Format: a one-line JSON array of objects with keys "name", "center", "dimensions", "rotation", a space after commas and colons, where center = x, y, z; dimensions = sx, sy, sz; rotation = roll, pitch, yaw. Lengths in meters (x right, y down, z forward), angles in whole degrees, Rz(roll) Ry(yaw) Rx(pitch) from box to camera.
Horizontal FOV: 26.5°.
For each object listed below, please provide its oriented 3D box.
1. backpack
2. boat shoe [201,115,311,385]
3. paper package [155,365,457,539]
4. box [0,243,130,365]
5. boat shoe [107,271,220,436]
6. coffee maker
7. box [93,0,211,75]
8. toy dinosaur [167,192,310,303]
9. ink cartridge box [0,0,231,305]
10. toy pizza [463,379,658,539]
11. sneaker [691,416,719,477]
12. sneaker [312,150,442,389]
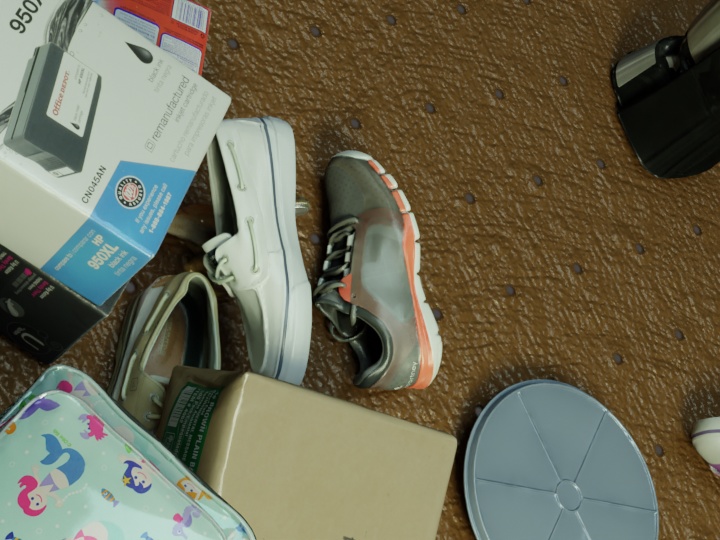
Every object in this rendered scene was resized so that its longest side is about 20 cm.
[{"name": "backpack", "center": [-0.171, 0.173, 0.831], "dimensions": [0.177, 0.151, 0.200], "rotation": [42, 74, 5]}, {"name": "boat shoe", "center": [-0.081, -0.012, 1.082], "dimensions": [0.067, 0.074, 0.201], "rotation": [2, 73, -25]}, {"name": "paper package", "center": [-0.051, 0.181, 1.008], "dimensions": [0.190, 0.103, 0.201], "rotation": [21, 78, -33]}, {"name": "box", "center": [-0.243, -0.051, 1.025], "dimensions": [0.200, 0.106, 0.122], "rotation": [38, 52, -14]}, {"name": "boat shoe", "center": [-0.138, 0.093, 1.055], "dimensions": [0.075, 0.068, 0.201], "rotation": [15, 61, -29]}, {"name": "coffee maker", "center": [0.346, -0.165, 1.428], "dimensions": [0.134, 0.200, 0.193], "rotation": [13, 60, -27]}, {"name": "box", "center": [-0.219, -0.166, 1.102], "dimensions": [0.200, 0.095, 0.100], "rotation": [20, 58, -26]}, {"name": "toy dinosaur", "center": [-0.121, -0.030, 1.143], "dimensions": [0.200, 0.060, 0.106], "rotation": [1, 55, -45]}, {"name": "ink cartridge box", "center": [-0.202, -0.097, 0.951], "dimensions": [0.200, 0.084, 0.145], "rotation": [34, 52, -17]}, {"name": "toy pizza", "center": [0.161, 0.187, 1.245], "dimensions": [0.200, 0.032, 0.201], "rotation": [14, 62, -29]}, {"name": "sneaker", "center": [0.369, 0.213, 1.353], "dimensions": [0.200, 0.073, 0.115], "rotation": [32, 57, -19]}, {"name": "sneaker", "center": [0.000, 0.000, 1.195], "dimensions": [0.082, 0.077, 0.201], "rotation": [-10, 74, -31]}]
